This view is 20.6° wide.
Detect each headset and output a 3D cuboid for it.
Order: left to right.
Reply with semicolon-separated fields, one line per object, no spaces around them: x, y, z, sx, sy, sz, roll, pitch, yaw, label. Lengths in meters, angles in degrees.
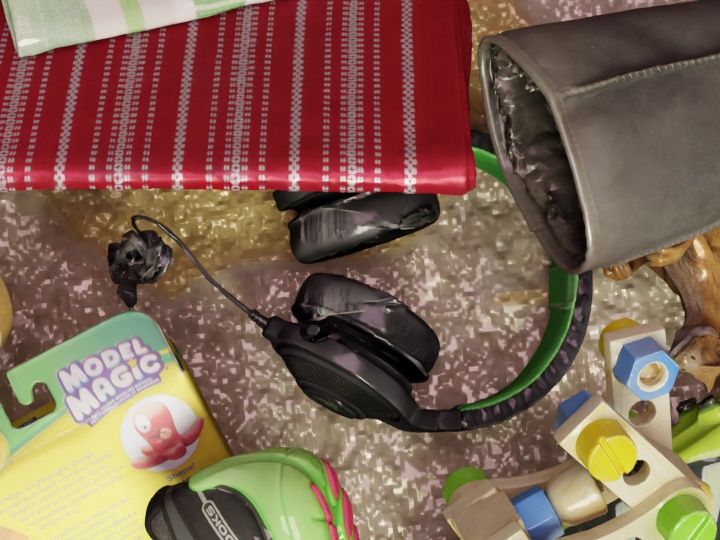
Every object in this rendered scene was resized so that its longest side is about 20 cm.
0.000;0.000;0.786;0.199;0.094;0.124;3;82;-13;headset

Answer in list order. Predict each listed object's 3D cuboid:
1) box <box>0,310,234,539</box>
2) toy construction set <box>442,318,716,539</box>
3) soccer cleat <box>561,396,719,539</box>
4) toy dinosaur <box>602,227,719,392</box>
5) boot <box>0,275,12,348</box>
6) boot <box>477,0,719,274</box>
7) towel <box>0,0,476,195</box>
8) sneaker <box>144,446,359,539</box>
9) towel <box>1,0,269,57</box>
-0.088;0.119;0.757;0.117;0.048;0.201;-27;110;-5;box
0.101;0.128;0.708;0.131;0.092;0.200;-35;104;0;toy construction set
0.111;0.113;0.785;0.199;0.068;0.081;-31;90;-7;soccer cleat
0.146;-0.037;0.819;0.106;0.060;0.201;27;62;0;toy dinosaur
-0.235;0.063;0.711;0.199;0.155;0.073;-27;95;28;boot
0.137;-0.098;0.783;0.199;0.073;0.183;-14;64;-13;boot
-0.053;-0.076;0.786;0.199;0.023;0.145;0;41;0;towel
-0.036;0.158;0.727;0.083;0.077;0.201;-5;106;10;sneaker
-0.063;-0.179;0.814;0.199;0.023;0.153;-14;77;-16;towel
